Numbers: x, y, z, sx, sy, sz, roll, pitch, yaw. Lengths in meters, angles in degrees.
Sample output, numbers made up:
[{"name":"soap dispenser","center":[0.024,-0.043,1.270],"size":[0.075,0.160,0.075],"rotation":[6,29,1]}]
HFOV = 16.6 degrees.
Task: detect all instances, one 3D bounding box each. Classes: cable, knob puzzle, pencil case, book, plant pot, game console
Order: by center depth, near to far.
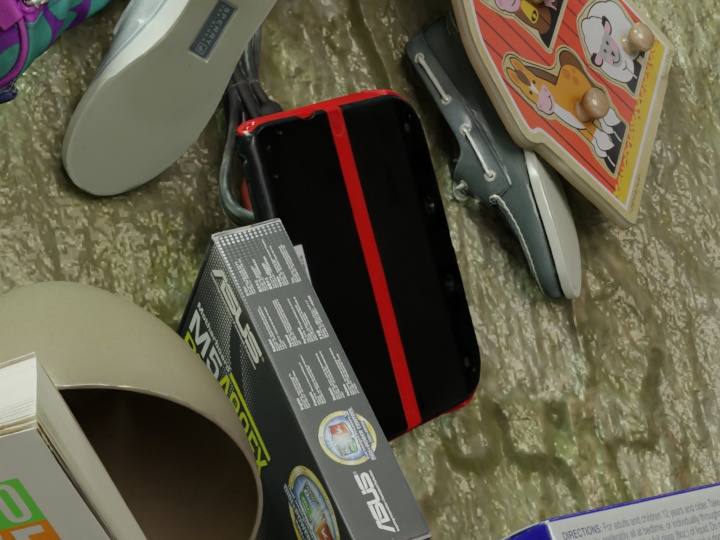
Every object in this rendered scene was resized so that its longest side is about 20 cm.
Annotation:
[{"name":"book","center":[-0.184,0.138,1.238],"size":[0.133,0.201,0.048],"rotation":[-16,45,9]},{"name":"plant pot","center":[-0.159,0.084,1.313],"size":[0.199,0.201,0.135],"rotation":[9,40,-21]},{"name":"pencil case","center":[-0.178,-0.176,1.430],"size":[0.200,0.092,0.086],"rotation":[-49,124,-49]},{"name":"game console","center":[0.000,0.000,1.434],"size":[0.176,0.031,0.202],"rotation":[-20,96,-54]},{"name":"cable","center":[-0.070,-0.088,1.500],"size":[0.097,0.050,0.201],"rotation":[-19,66,-31]},{"name":"knob puzzle","center":[0.129,-0.153,1.572],"size":[0.219,0.030,0.221],"rotation":[25,52,-36]}]

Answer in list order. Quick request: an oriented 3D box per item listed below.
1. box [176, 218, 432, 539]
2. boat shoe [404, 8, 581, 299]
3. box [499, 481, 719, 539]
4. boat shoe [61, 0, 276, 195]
[{"name":"box","center":[-0.041,0.099,1.342],"size":[0.044,0.161,0.201],"rotation":[-16,65,-24]},{"name":"boat shoe","center":[0.086,-0.070,1.564],"size":[0.061,0.073,0.201],"rotation":[-22,83,14]},{"name":"box","center":[0.164,0.238,1.405],"size":[0.183,0.105,0.201],"rotation":[-5,70,-44]},{"name":"boat shoe","center":[-0.110,-0.136,1.461],"size":[0.070,0.072,0.201],"rotation":[33,97,-28]}]
